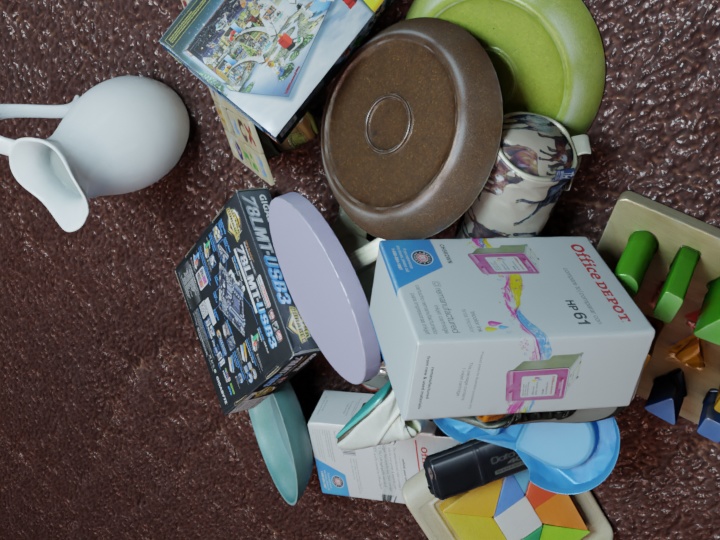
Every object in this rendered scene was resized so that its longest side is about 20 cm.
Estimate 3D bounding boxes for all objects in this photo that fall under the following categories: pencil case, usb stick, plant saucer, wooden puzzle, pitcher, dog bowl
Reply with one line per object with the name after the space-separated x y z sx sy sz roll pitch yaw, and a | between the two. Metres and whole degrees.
0.139 -0.049 0.814 0.088 0.078 0.201 10 141 -3 | pencil case
0.162 0.189 0.932 0.198 0.033 0.056 -19 113 -5 | usb stick
0.119 -0.178 0.797 0.198 0.031 0.202 16 126 23 | plant saucer
-0.103 0.196 1.120 0.200 0.036 0.202 164 90 -70 | plant saucer
0.032 -0.127 0.779 0.199 0.034 0.203 -2 87 40 | plant saucer
0.169 0.273 0.980 0.184 0.037 0.201 -34 101 -4 | wooden puzzle
-0.297 -0.149 0.957 0.171 0.200 0.122 37 132 6 | pitcher
0.160 0.134 0.864 0.199 0.050 0.112 26 110 16 | dog bowl

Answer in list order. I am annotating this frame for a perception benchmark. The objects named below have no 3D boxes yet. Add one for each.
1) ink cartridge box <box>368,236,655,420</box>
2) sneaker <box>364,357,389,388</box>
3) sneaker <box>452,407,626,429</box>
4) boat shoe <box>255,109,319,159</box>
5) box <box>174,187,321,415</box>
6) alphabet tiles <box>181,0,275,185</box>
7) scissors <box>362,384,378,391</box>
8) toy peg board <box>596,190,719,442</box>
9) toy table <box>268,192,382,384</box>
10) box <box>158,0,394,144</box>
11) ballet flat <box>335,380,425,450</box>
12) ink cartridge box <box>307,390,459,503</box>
0.120 0.043 0.735 0.198 0.145 0.085 -1 125 -13 | ink cartridge box
0.070 0.130 0.973 0.198 0.074 0.080 6 103 25 | sneaker
0.140 0.111 0.775 0.198 0.080 0.075 5 116 -2 | sneaker
-0.102 -0.218 0.890 0.067 0.072 0.202 -20 102 9 | boat shoe
-0.134 0.040 1.012 0.198 0.049 0.202 -41 65 47 | box
-0.143 -0.194 0.891 0.167 0.007 0.202 41 152 63 | alphabet tiles
0.003 0.064 1.040 0.073 0.014 0.202 -7 114 36 | scissors
0.288 0.066 0.807 0.199 0.098 0.201 26 130 15 | toy peg board
0.000 0.000 0.894 0.184 0.116 0.202 -22 91 64 | toy table
-0.063 -0.235 0.784 0.136 0.038 0.201 39 89 4 | box
0.051 0.122 0.852 0.069 0.069 0.200 39 113 3 | ballet flat
0.046 0.217 1.063 0.198 0.068 0.117 2 122 20 | ink cartridge box
